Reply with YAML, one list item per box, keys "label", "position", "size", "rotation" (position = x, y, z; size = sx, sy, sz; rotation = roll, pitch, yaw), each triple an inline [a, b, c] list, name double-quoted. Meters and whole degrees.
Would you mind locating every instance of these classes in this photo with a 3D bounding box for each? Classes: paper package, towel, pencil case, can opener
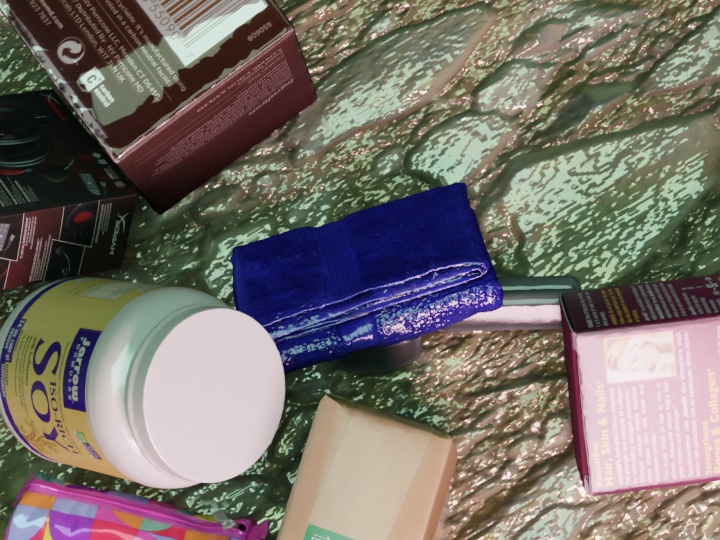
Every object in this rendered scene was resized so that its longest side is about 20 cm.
- label: "paper package"
  position: [-0.004, 0.202, 1.450]
  size: [0.103, 0.191, 0.201]
  rotation: [17, 83, 7]
- label: "towel"
  position: [0.000, 0.000, 1.521]
  size: [0.199, 0.050, 0.148]
  rotation: [-16, 40, 0]
- label: "pencil case"
  position: [-0.169, 0.207, 1.514]
  size: [0.199, 0.088, 0.089]
  rotation: [9, 81, 5]
- label: "can opener"
  position: [0.074, 0.037, 1.552]
  size: [0.199, 0.053, 0.067]
  rotation: [-6, 114, 4]

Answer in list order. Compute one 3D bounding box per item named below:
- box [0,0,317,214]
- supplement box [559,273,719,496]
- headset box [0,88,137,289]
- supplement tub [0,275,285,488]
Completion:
- label: "box"
  position: [-0.150, -0.170, 1.520]
  size: [0.164, 0.200, 0.166]
  rotation: [-37, 80, -3]
- label: "supplement box"
  position: [0.255, 0.079, 1.479]
  size: [0.199, 0.103, 0.131]
  rotation: [-6, 107, 2]
- label: "headset box"
  position: [-0.292, -0.056, 1.496]
  size: [0.199, 0.075, 0.149]
  rotation: [-11, 44, -34]
- label: "supplement tub"
  position: [-0.163, 0.081, 1.460]
  size: [0.145, 0.200, 0.146]
  rotation: [-3, 95, -39]
